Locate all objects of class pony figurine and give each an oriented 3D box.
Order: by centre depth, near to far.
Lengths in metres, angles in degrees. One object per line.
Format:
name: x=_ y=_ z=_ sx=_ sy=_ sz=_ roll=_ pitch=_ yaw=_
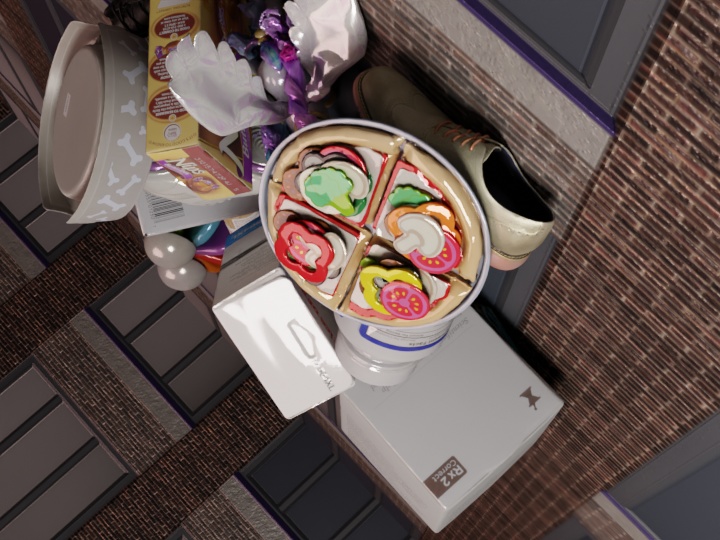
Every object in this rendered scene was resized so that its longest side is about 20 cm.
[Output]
pony figurine: x=-0.062 y=-0.164 z=0.941 sx=0.193 sy=0.166 sz=0.200 roll=58 pitch=-175 yaw=-32

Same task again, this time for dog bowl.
dog bowl: x=-0.247 y=-0.138 z=1.035 sx=0.059 sy=0.200 sz=0.200 roll=7 pitch=-169 yaw=-32

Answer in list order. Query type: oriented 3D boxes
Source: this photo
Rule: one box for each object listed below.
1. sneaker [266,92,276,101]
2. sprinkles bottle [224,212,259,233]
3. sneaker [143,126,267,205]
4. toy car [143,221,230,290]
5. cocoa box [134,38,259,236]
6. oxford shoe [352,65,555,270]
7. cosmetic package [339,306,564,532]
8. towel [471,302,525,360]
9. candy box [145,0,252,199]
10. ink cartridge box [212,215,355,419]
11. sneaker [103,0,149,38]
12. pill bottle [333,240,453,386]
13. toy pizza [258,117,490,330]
sneaker: x=-0.060 y=-0.103 z=1.239 sx=0.200 sy=0.075 sz=0.115 roll=58 pitch=172 yaw=4
sprinkles bottle: x=-0.169 y=-0.088 z=1.592 sx=0.068 sy=0.068 sz=0.200 roll=41 pitch=165 yaw=26
sneaker: x=-0.134 y=-0.107 z=1.101 sx=0.100 sy=0.200 sz=0.075 roll=94 pitch=178 yaw=-67
toy car: x=-0.252 y=-0.065 z=1.779 sx=0.150 sy=0.175 sz=0.200 roll=9 pitch=155 yaw=9
cocoa box: x=-0.197 y=-0.154 z=1.197 sx=0.131 sy=0.133 sz=0.200 roll=-143 pitch=40 yaw=-74
oxford shoe: x=0.077 y=-0.095 z=0.865 sx=0.200 sy=0.071 sz=0.074 roll=46 pitch=144 yaw=2
cosmetic package: x=0.090 y=0.156 z=1.173 sx=0.165 sy=0.165 sz=0.200 roll=46 pitch=166 yaw=15
towel: x=0.127 y=0.085 z=1.257 sx=0.147 sy=0.022 sz=0.200 roll=54 pitch=165 yaw=-19
candy box: x=-0.145 y=-0.179 z=1.005 sx=0.117 sy=0.056 sz=0.200 roll=44 pitch=-140 yaw=-65
ink cartridge box: x=-0.076 y=0.036 z=1.136 sx=0.146 sy=0.084 sz=0.200 roll=58 pitch=-170 yaw=-19
sneaker: x=-0.215 y=-0.278 z=1.167 sx=0.076 sy=0.091 sz=0.200 roll=62 pitch=161 yaw=-18
pill bottle: x=0.038 y=0.011 z=0.989 sx=0.112 sy=0.112 sz=0.200 roll=42 pitch=139 yaw=22
toy pizza: x=0.005 y=-0.028 z=0.875 sx=0.200 sy=0.032 sz=0.200 roll=14 pitch=129 yaw=18
